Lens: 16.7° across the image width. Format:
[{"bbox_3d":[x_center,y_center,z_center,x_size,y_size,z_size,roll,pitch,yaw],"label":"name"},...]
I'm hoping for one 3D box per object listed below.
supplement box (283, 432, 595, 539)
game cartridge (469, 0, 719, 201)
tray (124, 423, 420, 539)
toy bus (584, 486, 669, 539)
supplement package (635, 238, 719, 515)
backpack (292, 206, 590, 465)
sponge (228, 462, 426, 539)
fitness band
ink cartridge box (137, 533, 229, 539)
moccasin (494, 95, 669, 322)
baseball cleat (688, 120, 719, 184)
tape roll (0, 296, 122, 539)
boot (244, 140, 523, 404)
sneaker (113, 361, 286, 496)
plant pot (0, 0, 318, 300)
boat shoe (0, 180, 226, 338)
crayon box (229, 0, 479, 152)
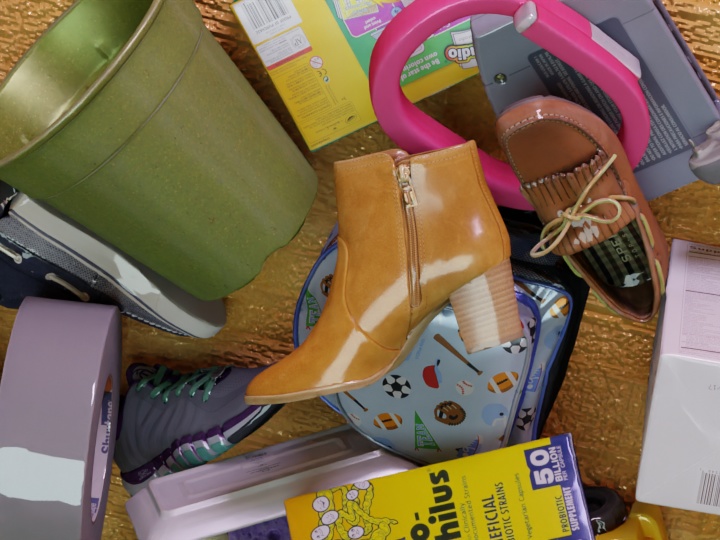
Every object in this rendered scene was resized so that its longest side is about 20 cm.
[{"bbox_3d":[0.061,0.197,1.656,0.200,0.109,0.110,-14,154,4],"label":"supplement box"},{"bbox_3d":[0.159,-0.120,1.639,0.133,0.042,0.200,-20,134,20],"label":"game cartridge"},{"bbox_3d":[-0.065,0.146,1.717,0.200,0.107,0.022,-15,106,-10],"label":"tray"},{"bbox_3d":[0.124,0.256,1.758,0.200,0.192,0.136,-8,109,11],"label":"toy bus"},{"bbox_3d":[0.252,0.072,1.653,0.113,0.200,0.110,10,114,6],"label":"supplement package"},{"bbox_3d":[0.049,0.042,1.710,0.190,0.154,0.200,20,118,12],"label":"backpack"},{"bbox_3d":[0.004,0.184,1.767,0.200,0.112,0.030,-13,136,0],"label":"sponge"},{"bbox_3d":[0.098,-0.110,1.593,0.200,0.037,0.144,31,125,-31],"label":"fitness band"},{"bbox_3d":[-0.108,0.288,1.842,0.200,0.075,0.165,41,87,-7],"label":"ink cartridge box"},{"bbox_3d":[0.145,-0.037,1.594,0.074,0.078,0.201,-17,136,15],"label":"moccasin"},{"bbox_3d":[0.321,-0.088,1.627,0.200,0.070,0.107,-28,107,4],"label":"baseball cleat"},{"bbox_3d":[-0.210,0.120,1.696,0.066,0.200,0.201,6,114,-1],"label":"tape roll"},{"bbox_3d":[0.000,0.000,1.595,0.201,0.071,0.144,-18,91,13],"label":"boot"},{"bbox_3d":[-0.129,0.096,1.776,0.200,0.074,0.088,-33,95,40],"label":"sneaker"},{"bbox_3d":[-0.135,-0.083,1.677,0.200,0.200,0.190,-37,115,21],"label":"plant pot"},{"bbox_3d":[-0.197,0.004,1.759,0.200,0.075,0.093,37,119,-22],"label":"boat shoe"},{"bbox_3d":[0.027,-0.178,1.664,0.200,0.058,0.119,-24,107,18],"label":"crayon box"}]
